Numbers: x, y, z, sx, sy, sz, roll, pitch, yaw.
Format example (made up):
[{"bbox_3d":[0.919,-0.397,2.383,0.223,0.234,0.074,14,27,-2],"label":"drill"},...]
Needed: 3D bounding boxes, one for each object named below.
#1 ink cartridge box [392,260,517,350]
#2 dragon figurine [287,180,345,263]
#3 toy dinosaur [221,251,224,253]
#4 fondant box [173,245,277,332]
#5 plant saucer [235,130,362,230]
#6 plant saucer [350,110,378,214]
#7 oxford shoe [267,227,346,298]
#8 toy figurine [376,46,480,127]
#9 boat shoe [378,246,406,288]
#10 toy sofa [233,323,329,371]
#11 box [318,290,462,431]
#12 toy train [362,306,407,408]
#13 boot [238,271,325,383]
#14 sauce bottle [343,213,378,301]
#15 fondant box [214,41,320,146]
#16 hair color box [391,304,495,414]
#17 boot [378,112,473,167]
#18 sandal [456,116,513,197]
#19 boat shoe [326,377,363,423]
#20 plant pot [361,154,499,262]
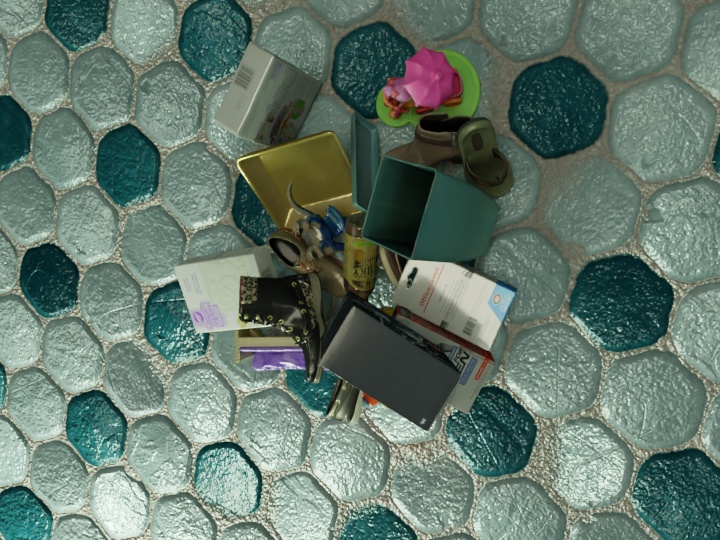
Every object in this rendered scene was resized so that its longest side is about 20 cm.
[{"bbox_3d":[0.170,0.045,1.147,0.197,0.068,0.118,26,101,13],"label":"ink cartridge box"},{"bbox_3d":[-0.070,-0.082,1.182,0.058,0.099,0.202,-21,101,50],"label":"dragon figurine"},{"bbox_3d":[-0.235,0.017,1.284,0.196,0.058,0.103,15,114,19],"label":"toy dinosaur"},{"bbox_3d":[-0.253,0.039,1.234,0.197,0.058,0.147,-7,107,28],"label":"fondant box"},{"bbox_3d":[-0.100,-0.172,1.174,0.196,0.201,0.049,-12,49,17],"label":"plant saucer"},{"bbox_3d":[0.007,-0.188,1.132,0.019,0.069,0.204,-22,57,33],"label":"plant saucer"},{"bbox_3d":[-0.098,-0.005,1.215,0.198,0.075,0.071,32,105,5],"label":"oxford shoe"},{"bbox_3d":[0.097,-0.313,1.078,0.196,0.184,0.153,-9,92,18],"label":"toy figurine"},{"bbox_3d":[0.068,-0.070,1.169,0.071,0.072,0.204,-14,85,16],"label":"boat shoe"},{"bbox_3d":[-0.145,0.157,1.244,0.196,0.083,0.100,-2,93,17],"label":"toy sofa"},{"bbox_3d":[0.041,0.137,1.013,0.198,0.182,0.105,32,94,-6],"label":"box"},{"bbox_3d":[0.045,0.158,1.206,0.150,0.056,0.200,43,99,-9],"label":"toy train"},{"bbox_3d":[-0.141,0.100,1.127,0.151,0.074,0.208,2,68,-17],"label":"boot"},{"bbox_3d":[0.000,0.000,1.154,0.063,0.065,0.204,10,120,15],"label":"sauce bottle"},{"bbox_3d":[-0.161,-0.306,1.139,0.058,0.199,0.146,33,103,16],"label":"fondant box"},{"bbox_3d":[0.130,0.161,1.145,0.197,0.064,0.112,26,102,-3],"label":"hair color box"},{"bbox_3d":[0.116,-0.221,1.095,0.196,0.146,0.072,-7,75,12],"label":"boot"},{"bbox_3d":[0.210,-0.174,1.057,0.079,0.201,0.058,-30,57,12],"label":"sandal"},{"bbox_3d":[-0.017,0.182,1.145,0.059,0.072,0.205,9,105,-10],"label":"boat shoe"},{"bbox_3d":[0.132,-0.091,1.072,0.141,0.197,0.144,27,104,50],"label":"plant pot"}]
